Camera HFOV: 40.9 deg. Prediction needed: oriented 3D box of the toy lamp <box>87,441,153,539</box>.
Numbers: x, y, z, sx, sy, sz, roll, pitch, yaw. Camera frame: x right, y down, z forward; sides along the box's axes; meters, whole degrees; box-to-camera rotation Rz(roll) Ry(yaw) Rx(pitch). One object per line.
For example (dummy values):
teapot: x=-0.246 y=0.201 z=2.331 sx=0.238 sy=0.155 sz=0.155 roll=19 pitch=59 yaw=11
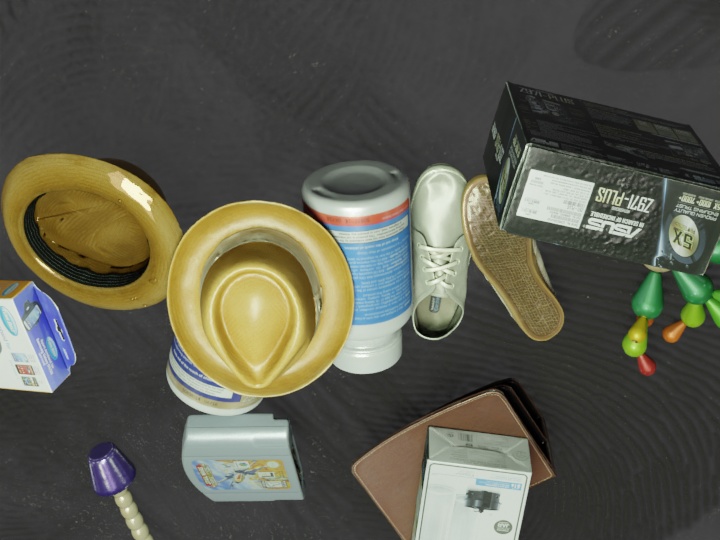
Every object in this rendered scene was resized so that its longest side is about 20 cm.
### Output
toy lamp: x=-0.285 y=0.300 z=1.201 sx=0.057 sy=0.059 sz=0.203 roll=-12 pitch=121 yaw=9

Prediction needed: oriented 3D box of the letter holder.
letter holder: x=0.100 y=0.197 z=1.107 sx=0.198 sy=0.101 sz=0.143 roll=-30 pitch=112 yaw=17

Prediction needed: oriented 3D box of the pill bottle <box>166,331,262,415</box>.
pill bottle: x=-0.132 y=0.042 z=1.017 sx=0.113 sy=0.116 sz=0.203 roll=15 pitch=119 yaw=-7

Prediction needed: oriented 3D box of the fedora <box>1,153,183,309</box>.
fedora: x=-0.259 y=-0.052 z=0.970 sx=0.196 sy=0.082 sz=0.204 roll=8 pitch=129 yaw=10

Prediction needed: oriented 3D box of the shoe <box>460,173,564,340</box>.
shoe: x=0.154 y=-0.015 z=1.013 sx=0.069 sy=0.054 sz=0.202 roll=-26 pitch=114 yaw=4

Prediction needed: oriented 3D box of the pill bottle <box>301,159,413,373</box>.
pill bottle: x=0.000 y=0.000 z=0.992 sx=0.109 sy=0.113 sz=0.204 roll=-2 pitch=118 yaw=3

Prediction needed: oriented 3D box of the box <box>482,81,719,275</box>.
box: x=0.225 y=-0.090 z=0.906 sx=0.195 sy=0.165 sz=0.088 roll=12 pitch=120 yaw=-6

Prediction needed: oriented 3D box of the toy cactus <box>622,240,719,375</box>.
toy cactus: x=0.335 y=0.010 z=1.009 sx=0.165 sy=0.103 sz=0.199 roll=44 pitch=121 yaw=-10

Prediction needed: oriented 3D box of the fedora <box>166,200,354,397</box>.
fedora: x=-0.096 y=0.040 z=0.905 sx=0.196 sy=0.082 sz=0.205 roll=0 pitch=111 yaw=0

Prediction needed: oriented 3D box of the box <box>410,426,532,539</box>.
box: x=0.116 y=0.277 z=1.056 sx=0.114 sy=0.060 sz=0.204 roll=7 pitch=116 yaw=1

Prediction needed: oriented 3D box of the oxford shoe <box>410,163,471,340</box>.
oxford shoe: x=0.085 y=-0.013 z=1.015 sx=0.073 sy=0.058 sz=0.204 roll=4 pitch=117 yaw=2

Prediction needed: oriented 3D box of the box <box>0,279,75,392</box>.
box: x=-0.402 y=0.070 z=1.049 sx=0.196 sy=0.042 sz=0.121 roll=2 pitch=121 yaw=27

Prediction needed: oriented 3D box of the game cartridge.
game cartridge: x=-0.136 y=0.221 z=1.113 sx=0.130 sy=0.042 sz=0.201 roll=-5 pitch=148 yaw=1
